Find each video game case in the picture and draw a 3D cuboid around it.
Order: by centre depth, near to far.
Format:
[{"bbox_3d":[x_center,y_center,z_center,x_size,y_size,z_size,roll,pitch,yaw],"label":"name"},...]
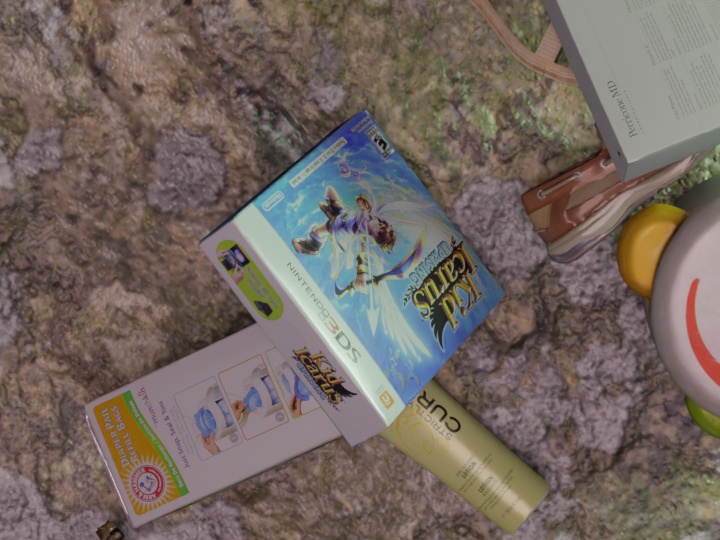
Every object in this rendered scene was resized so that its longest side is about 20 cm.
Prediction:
[{"bbox_3d":[0.000,0.000,1.351,0.045,0.200,0.182,-31,99,41],"label":"video game case"}]

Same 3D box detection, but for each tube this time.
[{"bbox_3d":[0.055,0.125,1.445,0.200,0.052,0.058,41,62,3],"label":"tube"}]

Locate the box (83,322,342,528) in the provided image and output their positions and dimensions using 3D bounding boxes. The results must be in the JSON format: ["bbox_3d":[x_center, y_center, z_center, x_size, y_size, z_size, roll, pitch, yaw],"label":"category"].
[{"bbox_3d":[-0.091,0.105,1.407,0.199,0.112,0.102,-25,85,13],"label":"box"}]

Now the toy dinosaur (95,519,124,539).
[{"bbox_3d":[-0.217,0.284,1.505,0.101,0.058,0.200,43,116,16],"label":"toy dinosaur"}]

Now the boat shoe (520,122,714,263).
[{"bbox_3d":[0.204,-0.090,1.376,0.200,0.076,0.072,-39,89,6],"label":"boat shoe"}]

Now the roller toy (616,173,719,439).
[{"bbox_3d":[0.298,0.018,1.352,0.181,0.140,0.201,-26,97,9],"label":"roller toy"}]

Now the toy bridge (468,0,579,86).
[{"bbox_3d":[0.146,-0.176,1.362,0.199,0.027,0.068,25,78,10],"label":"toy bridge"}]

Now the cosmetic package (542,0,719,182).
[{"bbox_3d":[0.217,-0.183,1.318,0.150,0.052,0.201,-20,75,-4],"label":"cosmetic package"}]
